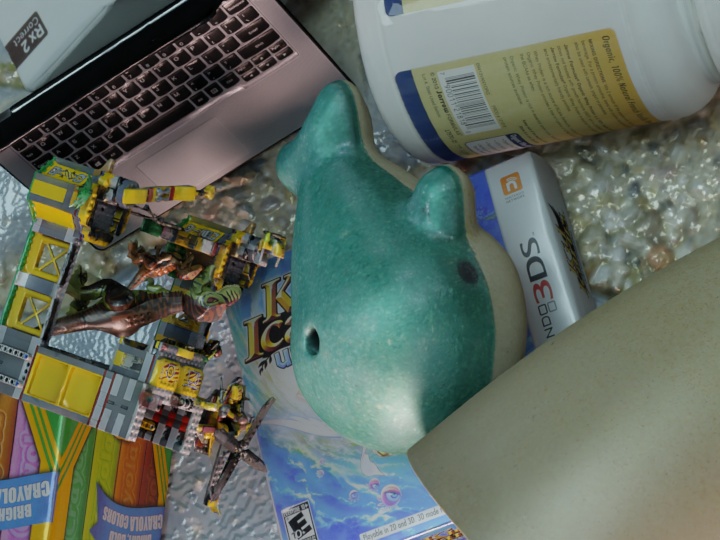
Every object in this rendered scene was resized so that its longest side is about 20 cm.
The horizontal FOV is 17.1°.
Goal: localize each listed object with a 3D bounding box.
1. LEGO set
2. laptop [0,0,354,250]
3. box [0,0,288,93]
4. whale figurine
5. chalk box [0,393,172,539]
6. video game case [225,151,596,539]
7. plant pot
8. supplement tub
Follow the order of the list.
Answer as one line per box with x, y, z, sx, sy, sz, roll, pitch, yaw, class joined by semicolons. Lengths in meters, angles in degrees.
-0.093;0.030;1.240;0.115;0.200;0.154;17;79;30;LEGO set
-0.115;-0.070;1.305;0.187;0.200;0.116;-30;47;14;laptop
-0.127;-0.230;1.378;0.199;0.130;0.200;-43;63;28;box
0.000;0.000;1.233;0.159;0.103;0.201;-51;58;45;whale figurine
-0.192;0.157;1.336;0.123;0.125;0.201;0;77;24;chalk box
0.034;0.056;1.306;0.199;0.045;0.182;-22;67;18;video game case
0.157;0.078;1.141;0.200;0.187;0.187;-47;63;4;plant pot
0.110;-0.142;1.269;0.199;0.144;0.145;-9;72;21;supplement tub
